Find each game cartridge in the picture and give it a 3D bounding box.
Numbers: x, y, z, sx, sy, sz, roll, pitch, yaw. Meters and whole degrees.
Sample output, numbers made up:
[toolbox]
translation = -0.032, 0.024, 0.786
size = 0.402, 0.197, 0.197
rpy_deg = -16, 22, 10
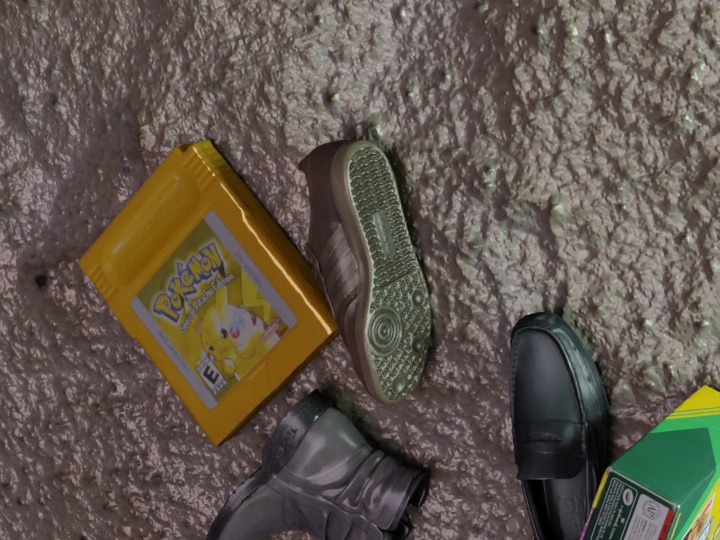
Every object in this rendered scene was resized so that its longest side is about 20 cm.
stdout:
[game cartridge]
translation = -0.125, 0.018, 1.314
size = 0.200, 0.032, 0.176
rpy_deg = 50, 123, 8

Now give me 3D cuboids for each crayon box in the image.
[crayon box]
translation = 0.195, 0.199, 1.089
size = 0.058, 0.172, 0.201
rpy_deg = 27, 117, 25

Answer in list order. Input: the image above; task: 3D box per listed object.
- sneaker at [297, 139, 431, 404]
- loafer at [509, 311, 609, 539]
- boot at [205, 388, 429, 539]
[sneaker]
translation = 0.000, 0.000, 1.224
size = 0.075, 0.070, 0.202
rpy_deg = 2, 103, 50
[loafer]
translation = 0.144, 0.131, 1.161
size = 0.068, 0.070, 0.202
rpy_deg = -7, 101, 32
[boot]
translation = -0.038, 0.204, 1.300
size = 0.131, 0.070, 0.201
rpy_deg = 39, 125, 10
